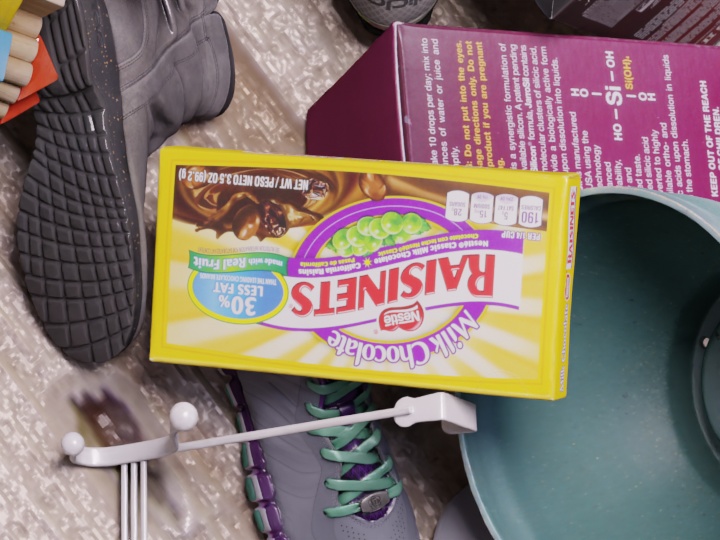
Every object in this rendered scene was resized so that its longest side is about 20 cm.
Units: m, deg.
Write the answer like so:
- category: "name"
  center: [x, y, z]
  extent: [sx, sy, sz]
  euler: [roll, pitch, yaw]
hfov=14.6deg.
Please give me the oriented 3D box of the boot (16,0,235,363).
- category: "boot"
  center: [-0.103, -0.065, 1.351]
  extent: [0.131, 0.069, 0.202]
  euler: [-25, 118, -55]

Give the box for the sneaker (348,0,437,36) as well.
- category: "sneaker"
  center: [0.006, -0.200, 1.443]
  extent: [0.073, 0.088, 0.201]
  euler: [-7, 54, -5]

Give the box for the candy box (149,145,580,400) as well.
- category: "candy box"
  center: [0.000, 0.000, 1.285]
  extent: [0.198, 0.026, 0.103]
  euler: [4, 96, 19]

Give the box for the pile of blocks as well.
- category: "pile of blocks"
  center: [-0.177, -0.068, 1.271]
  extent: [0.062, 0.200, 0.082]
  euler: [17, 35, -29]

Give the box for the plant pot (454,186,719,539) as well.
- category: "plant pot"
  center: [0.160, 0.058, 1.301]
  extent: [0.134, 0.200, 0.202]
  euler: [-6, 76, -45]

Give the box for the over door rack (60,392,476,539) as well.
- category: "over door rack"
  center: [-0.044, 0.134, 1.273]
  extent: [0.198, 0.067, 0.149]
  euler: [-7, 75, 16]

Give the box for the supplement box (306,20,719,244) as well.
- category: "supplement box"
  center: [0.087, -0.048, 1.394]
  extent: [0.199, 0.131, 0.104]
  euler: [3, 73, -22]

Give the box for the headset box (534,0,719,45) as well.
- category: "headset box"
  center: [0.121, -0.189, 1.414]
  extent: [0.149, 0.075, 0.200]
  euler: [57, 21, 21]

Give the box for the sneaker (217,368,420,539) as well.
- category: "sneaker"
  center: [-0.018, 0.077, 1.338]
  extent: [0.074, 0.088, 0.201]
  euler: [-23, 84, -25]

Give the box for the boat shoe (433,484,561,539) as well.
- category: "boat shoe"
  center: [0.092, 0.186, 1.338]
  extent: [0.071, 0.070, 0.201]
  euler: [-33, 45, 6]
